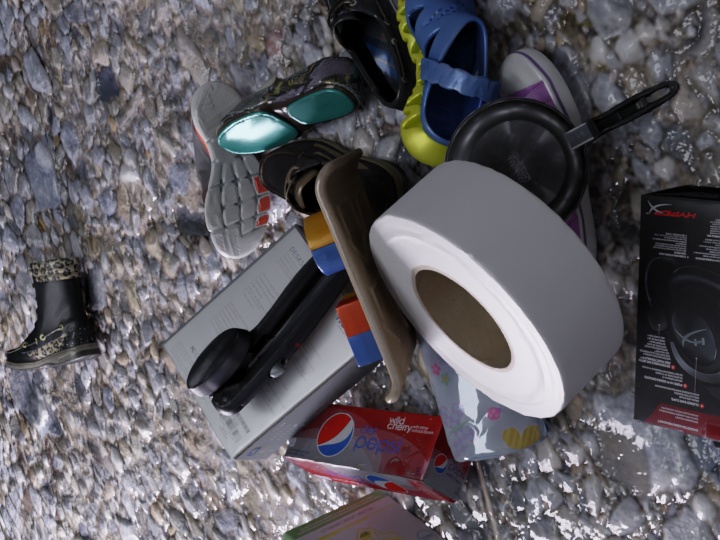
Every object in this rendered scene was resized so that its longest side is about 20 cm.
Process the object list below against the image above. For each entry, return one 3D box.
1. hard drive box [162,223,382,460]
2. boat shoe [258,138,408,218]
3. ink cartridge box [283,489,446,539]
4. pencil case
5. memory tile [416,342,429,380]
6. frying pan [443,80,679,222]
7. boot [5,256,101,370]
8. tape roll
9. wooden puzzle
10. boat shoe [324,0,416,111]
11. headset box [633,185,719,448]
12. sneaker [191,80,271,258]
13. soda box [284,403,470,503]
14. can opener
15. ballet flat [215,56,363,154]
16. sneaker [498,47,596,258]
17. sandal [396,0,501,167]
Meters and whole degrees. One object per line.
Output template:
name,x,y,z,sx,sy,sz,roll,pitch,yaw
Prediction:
hard drive box,-0.084,0.078,1.060,0.200,0.077,0.156,-40,68,13
boat shoe,-0.042,-0.094,1.039,0.200,0.073,0.075,13,108,42
ink cartridge box,0.037,0.309,1.003,0.200,0.145,0.048,29,117,36
pencil case,0.100,0.072,0.910,0.091,0.083,0.200,-22,84,36
memory tile,0.090,0.038,0.982,0.200,0.017,0.153,54,131,22
frying pan,0.160,-0.083,0.793,0.190,0.031,0.115,-5,91,7
boot,-0.462,0.066,1.490,0.203,0.073,0.154,-11,89,41
tape roll,0.100,0.017,0.772,0.202,0.071,0.203,41,160,18
wooden puzzle,0.000,0.000,0.882,0.046,0.185,0.200,-16,98,11
boat shoe,0.003,-0.233,0.968,0.070,0.066,0.200,-40,72,42
headset box,0.287,0.043,0.748,0.149,0.077,0.200,9,106,43
sneaker,-0.153,-0.115,1.162,0.082,0.077,0.200,-169,72,-70
soda box,0.017,0.183,1.035,0.200,0.063,0.070,0,59,44
can opener,-0.080,0.060,0.988,0.200,0.079,0.063,-44,75,-3
ballet flat,-0.072,-0.177,1.061,0.200,0.072,0.072,-14,90,41
sneaker,0.126,-0.083,0.841,0.073,0.114,0.201,-15,87,67
sandal,0.081,-0.190,0.860,0.087,0.079,0.200,137,135,-55
